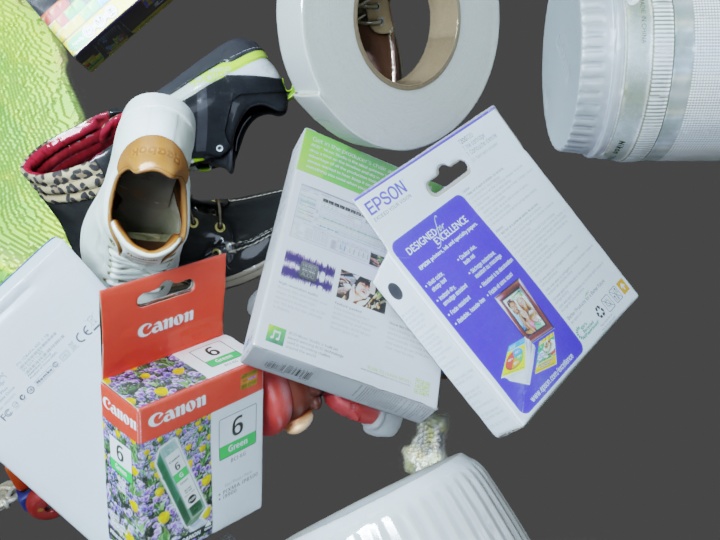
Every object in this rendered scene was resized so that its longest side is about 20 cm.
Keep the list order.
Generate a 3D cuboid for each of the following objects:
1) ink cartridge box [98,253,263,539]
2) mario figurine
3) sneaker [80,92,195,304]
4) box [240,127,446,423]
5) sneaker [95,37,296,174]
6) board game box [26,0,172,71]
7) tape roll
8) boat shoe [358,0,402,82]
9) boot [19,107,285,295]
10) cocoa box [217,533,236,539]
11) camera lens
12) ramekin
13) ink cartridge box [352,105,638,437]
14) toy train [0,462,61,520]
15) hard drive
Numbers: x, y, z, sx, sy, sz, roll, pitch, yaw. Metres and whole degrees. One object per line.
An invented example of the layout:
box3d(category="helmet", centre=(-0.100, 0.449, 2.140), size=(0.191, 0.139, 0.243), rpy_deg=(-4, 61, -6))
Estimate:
box3d(category="ink cartridge box", centre=(-0.123, 0.099, 0.658), size=(0.050, 0.109, 0.201), rpy_deg=(25, 122, 38))
box3d(category="mario figurine", centre=(-0.025, 0.073, 0.766), size=(0.199, 0.106, 0.124), rpy_deg=(-16, 52, -11))
box3d(category="sneaker", centre=(-0.159, -0.020, 0.646), size=(0.072, 0.201, 0.085), rpy_deg=(7, 45, -14))
box3d(category="box", centre=(0.000, 0.000, 0.705), size=(0.144, 0.036, 0.201), rpy_deg=(21, 56, -15))
box3d(category="sneaker", centre=(-0.139, -0.106, 0.760), size=(0.200, 0.072, 0.083), rpy_deg=(-38, 89, -1))
box3d(category="board game box", centre=(-0.209, -0.296, 0.775), size=(0.200, 0.057, 0.165), rpy_deg=(-42, 90, -1))
box3d(category="tape roll", centre=(0.026, -0.194, 0.723), size=(0.202, 0.037, 0.204), rpy_deg=(-9, 105, -37))
box3d(category="boat shoe", centre=(-0.010, -0.218, 0.764), size=(0.075, 0.072, 0.201), rpy_deg=(-14, 88, 0))
box3d(category="boot", centre=(-0.146, -0.055, 0.723), size=(0.199, 0.073, 0.151), rpy_deg=(-18, 131, 5))
box3d(category="cocoa box", centre=(-0.122, 0.306, 0.682), size=(0.133, 0.200, 0.132), rpy_deg=(-36, 89, -1))
box3d(category="camera lens", centre=(0.252, -0.165, 0.718), size=(0.199, 0.160, 0.161), rpy_deg=(0, 88, 0))
box3d(category="ramekin", centre=(0.029, 0.217, 0.693), size=(0.199, 0.200, 0.106), rpy_deg=(-26, 79, -1))
box3d(category="ink cartridge box", centre=(0.103, -0.007, 0.717), size=(0.198, 0.043, 0.200), rpy_deg=(-36, 88, -41))
box3d(category="toy train", centre=(-0.272, 0.135, 0.721), size=(0.199, 0.085, 0.116), rpy_deg=(-32, 133, -1))
box3d(category="hard drive", centre=(-0.200, 0.094, 0.670), size=(0.132, 0.025, 0.200), rpy_deg=(-48, 123, -21))
